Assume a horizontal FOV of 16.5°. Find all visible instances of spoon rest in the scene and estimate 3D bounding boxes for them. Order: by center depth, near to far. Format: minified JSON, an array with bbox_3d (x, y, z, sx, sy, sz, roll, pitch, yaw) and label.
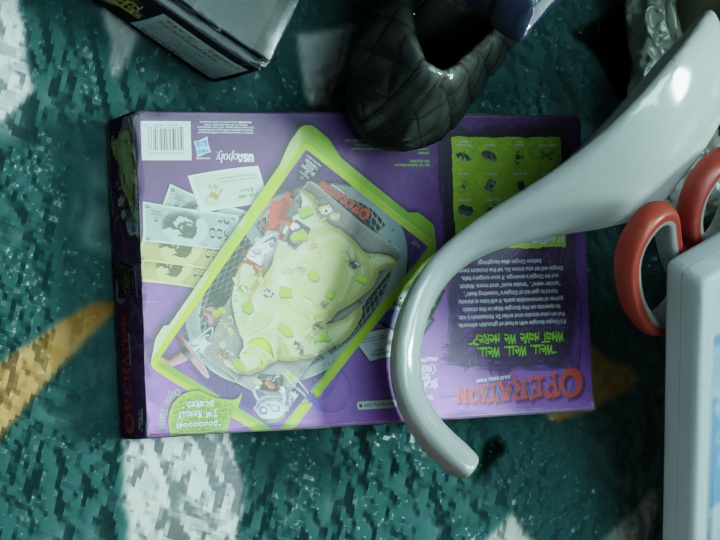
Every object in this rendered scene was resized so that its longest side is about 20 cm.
[{"bbox_3d":[0.073,-0.019,0.940,0.060,0.099,0.201,35,82,-1],"label":"spoon rest"}]

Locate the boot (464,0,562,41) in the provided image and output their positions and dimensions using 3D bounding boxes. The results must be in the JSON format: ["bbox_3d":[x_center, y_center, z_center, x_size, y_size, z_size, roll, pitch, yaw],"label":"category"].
[{"bbox_3d":[0.082,-0.167,0.945,0.090,0.073,0.200,40,61,9],"label":"boot"}]

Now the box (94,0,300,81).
[{"bbox_3d":[-0.064,-0.196,0.923,0.159,0.046,0.201,34,71,-24],"label":"box"}]

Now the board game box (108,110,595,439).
[{"bbox_3d":[0.000,0.000,0.956,0.199,0.032,0.121,-1,84,-30],"label":"board game box"}]

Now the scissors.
[{"bbox_3d":[0.137,0.023,0.985,0.073,0.014,0.200,-48,148,-17],"label":"scissors"}]

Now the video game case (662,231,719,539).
[{"bbox_3d":[0.193,0.043,1.011,0.181,0.022,0.201,-28,133,-29],"label":"video game case"}]

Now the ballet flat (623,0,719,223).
[{"bbox_3d":[0.142,-0.117,1.025,0.071,0.072,0.202,-4,89,-30],"label":"ballet flat"}]

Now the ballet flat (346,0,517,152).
[{"bbox_3d":[0.054,-0.123,0.969,0.066,0.057,0.201,37,55,-15],"label":"ballet flat"}]
